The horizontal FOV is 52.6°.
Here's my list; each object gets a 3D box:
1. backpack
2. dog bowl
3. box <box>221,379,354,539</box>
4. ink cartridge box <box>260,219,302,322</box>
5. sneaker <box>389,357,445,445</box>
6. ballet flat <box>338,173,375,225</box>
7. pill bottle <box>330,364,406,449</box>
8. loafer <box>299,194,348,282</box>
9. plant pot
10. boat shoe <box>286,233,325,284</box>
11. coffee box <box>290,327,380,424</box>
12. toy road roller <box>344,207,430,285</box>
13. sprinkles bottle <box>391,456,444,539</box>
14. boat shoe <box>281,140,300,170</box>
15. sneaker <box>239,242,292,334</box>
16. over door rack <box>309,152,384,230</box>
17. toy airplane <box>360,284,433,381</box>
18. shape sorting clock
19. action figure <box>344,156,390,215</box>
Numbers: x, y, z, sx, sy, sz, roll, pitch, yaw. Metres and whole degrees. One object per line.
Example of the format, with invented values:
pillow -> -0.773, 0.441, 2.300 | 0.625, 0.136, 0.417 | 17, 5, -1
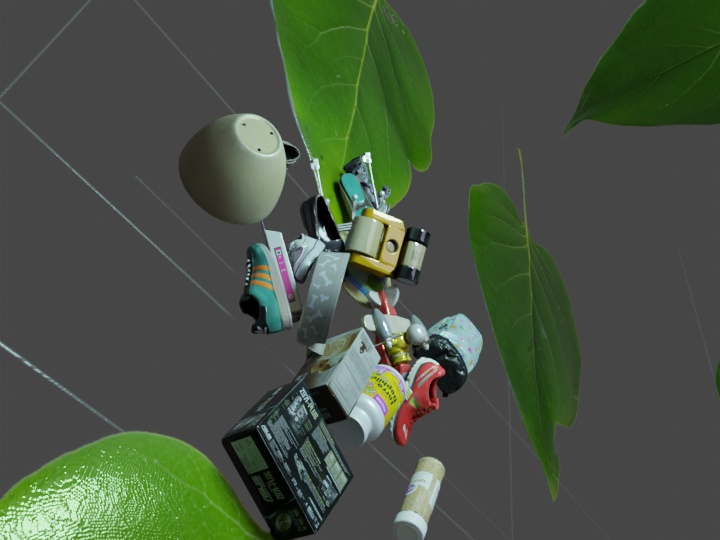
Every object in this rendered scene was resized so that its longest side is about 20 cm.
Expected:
backpack -> 0.229, 0.200, 1.845 | 0.168, 0.126, 0.200 | 59, 26, -7
dog bowl -> -0.072, 0.056, 1.380 | 0.058, 0.202, 0.201 | 15, 42, -1
box -> -0.117, 0.314, 1.219 | 0.202, 0.085, 0.164 | 62, 29, -8
ink cartridge box -> -0.152, -0.004, 1.400 | 0.095, 0.037, 0.202 | 109, -37, -75
sneaker -> 0.124, 0.289, 1.564 | 0.077, 0.084, 0.202 | 10, 101, -64
ballet flat -> 0.000, -0.140, 1.755 | 0.067, 0.067, 0.202 | 106, -32, -63
pill bottle -> 0.014, 0.273, 1.452 | 0.105, 0.103, 0.200 | 62, 29, -6
loafer -> -0.073, -0.069, 1.582 | 0.071, 0.063, 0.202 | -17, 81, -36
plant pot -> -0.214, -0.205, 1.325 | 0.198, 0.134, 0.203 | 19, 51, -25
boat shoe -> -0.121, -0.027, 1.465 | 0.066, 0.074, 0.200 | 31, 11, -3
coffee box -> -0.053, 0.203, 1.381 | 0.080, 0.113, 0.200 | 60, 31, -15
toy road roller -> 0.049, -0.044, 1.632 | 0.198, 0.146, 0.125 | 21, 77, -21
sprinkles bottle -> 0.124, 0.479, 1.524 | 0.069, 0.068, 0.200 | 59, 29, -13
boat shoe -> -0.198, -0.251, 1.509 | 0.199, 0.073, 0.075 | -8, 76, -60
sneaker -> -0.187, 0.030, 1.325 | 0.079, 0.072, 0.201 | -11, 51, -19
over door rack -> -0.025, -0.183, 1.683 | 0.146, 0.067, 0.203 | -9, 73, -17
toy airplane -> 0.080, 0.129, 1.590 | 0.201, 0.140, 0.201 | 63, 38, -27
shape sorting clock -> 0.000, 0.000, 1.693 | 0.199, 0.039, 0.202 | 29, 46, -34
action figure -> 0.030, -0.188, 1.855 | 0.201, 0.069, 0.131 | 56, 25, -23
